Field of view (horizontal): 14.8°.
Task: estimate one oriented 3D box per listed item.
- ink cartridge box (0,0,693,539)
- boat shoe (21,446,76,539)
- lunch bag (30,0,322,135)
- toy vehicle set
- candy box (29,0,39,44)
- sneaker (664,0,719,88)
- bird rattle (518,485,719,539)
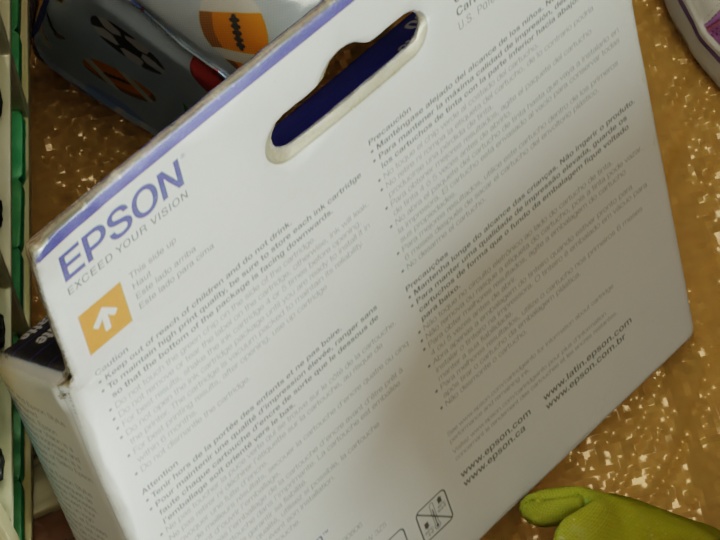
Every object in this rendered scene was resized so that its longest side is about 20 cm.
[{"bbox_3d":[0.000,0.000,0.719,0.040,0.201,0.199,29,58,37],"label":"ink cartridge box"},{"bbox_3d":[-0.117,0.100,0.768,0.199,0.076,0.074,-22,82,-6],"label":"boat shoe"},{"bbox_3d":[-0.019,-0.117,0.762,0.075,0.200,0.161,35,79,-8],"label":"lunch bag"},{"bbox_3d":[-0.103,-0.031,0.707,0.026,0.124,0.202,-2,73,-1],"label":"toy vehicle set"},{"bbox_3d":[-0.154,-0.079,0.814,0.114,0.055,0.202,10,76,-1],"label":"candy box"},{"bbox_3d":[0.174,-0.060,0.797,0.200,0.114,0.073,39,80,7],"label":"sneaker"},{"bbox_3d":[0.152,0.085,0.747,0.199,0.163,0.113,-22,97,2],"label":"bird rattle"}]
